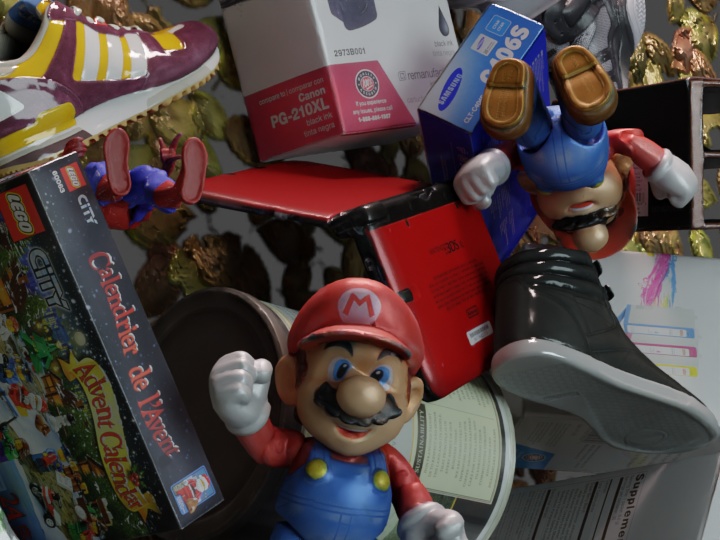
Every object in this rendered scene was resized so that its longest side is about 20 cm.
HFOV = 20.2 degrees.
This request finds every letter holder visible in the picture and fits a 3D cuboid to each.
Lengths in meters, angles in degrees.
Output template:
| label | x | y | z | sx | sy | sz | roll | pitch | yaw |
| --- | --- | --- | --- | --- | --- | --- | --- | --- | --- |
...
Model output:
| label | x | y | z | sx | sy | sz | roll | pitch | yaw |
| --- | --- | --- | --- | --- | --- | --- | --- | --- | --- |
| letter holder | 0.243 | -0.078 | 1.435 | 0.141 | 0.200 | 0.101 | -1 | 91 | -22 |

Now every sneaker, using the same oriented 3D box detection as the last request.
| label | x | y | z | sx | sy | sz | roll | pitch | yaw |
| --- | --- | --- | --- | --- | --- | --- | --- | --- | --- |
| sneaker | -0.160 | -0.127 | 1.190 | 0.200 | 0.075 | 0.090 | -38 | 108 | -48 |
| sneaker | 0.159 | -0.148 | 1.550 | 0.113 | 0.075 | 0.201 | 14 | 70 | -35 |
| sneaker | 0.157 | 0.047 | 1.276 | 0.200 | 0.071 | 0.100 | 26 | 49 | -37 |

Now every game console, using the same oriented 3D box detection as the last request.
| label | x | y | z | sx | sy | sz | roll | pitch | yaw |
| --- | --- | --- | --- | --- | --- | --- | --- | --- | --- |
| game console | 0.000 | 0.000 | 1.243 | 0.173 | 0.118 | 0.200 | 68 | 22 | 0 |

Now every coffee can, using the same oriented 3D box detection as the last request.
| label | x | y | z | sx | sy | sz | roll | pitch | yaw |
| --- | --- | --- | --- | --- | --- | --- | --- | --- | --- |
| coffee can | -0.024 | 0.102 | 1.211 | 0.199 | 0.146 | 0.147 | 17 | 66 | -43 |

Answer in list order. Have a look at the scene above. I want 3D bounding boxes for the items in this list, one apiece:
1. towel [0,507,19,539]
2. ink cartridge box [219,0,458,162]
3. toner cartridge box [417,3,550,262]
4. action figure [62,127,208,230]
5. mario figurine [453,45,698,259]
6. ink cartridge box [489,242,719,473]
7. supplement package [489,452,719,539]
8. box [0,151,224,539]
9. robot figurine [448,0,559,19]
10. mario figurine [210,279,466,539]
| label | x | y | z | sx | sy | sz | roll | pitch | yaw |
| --- | --- | --- | --- | --- | --- | --- | --- | --- | --- |
| towel | -0.250 | 0.137 | 1.042 | 0.149 | 0.031 | 0.201 | -45 | 111 | -45 |
| ink cartridge box | -0.018 | -0.184 | 1.353 | 0.144 | 0.084 | 0.201 | -12 | 88 | -50 |
| toner cartridge box | 0.089 | -0.083 | 1.370 | 0.095 | 0.043 | 0.200 | -56 | 158 | -21 |
| action figure | -0.134 | -0.049 | 1.115 | 0.065 | 0.200 | 0.052 | 1 | 84 | -19 |
| mario figurine | 0.138 | -0.058 | 1.283 | 0.106 | 0.123 | 0.200 | -60 | 155 | -11 |
| ink cartridge box | 0.197 | 0.067 | 1.406 | 0.199 | 0.129 | 0.126 | 4 | 69 | -7 |
| supplement package | 0.182 | 0.216 | 1.359 | 0.121 | 0.199 | 0.120 | 45 | 49 | -29 |
| box | -0.167 | 0.050 | 1.080 | 0.038 | 0.136 | 0.201 | -30 | 100 | -47 |
| robot figurine | 0.074 | -0.270 | 1.457 | 0.200 | 0.113 | 0.170 | 55 | 5 | -20 |
| mario figurine | -0.012 | 0.104 | 1.037 | 0.123 | 0.106 | 0.201 | 9 | 89 | -47 |
